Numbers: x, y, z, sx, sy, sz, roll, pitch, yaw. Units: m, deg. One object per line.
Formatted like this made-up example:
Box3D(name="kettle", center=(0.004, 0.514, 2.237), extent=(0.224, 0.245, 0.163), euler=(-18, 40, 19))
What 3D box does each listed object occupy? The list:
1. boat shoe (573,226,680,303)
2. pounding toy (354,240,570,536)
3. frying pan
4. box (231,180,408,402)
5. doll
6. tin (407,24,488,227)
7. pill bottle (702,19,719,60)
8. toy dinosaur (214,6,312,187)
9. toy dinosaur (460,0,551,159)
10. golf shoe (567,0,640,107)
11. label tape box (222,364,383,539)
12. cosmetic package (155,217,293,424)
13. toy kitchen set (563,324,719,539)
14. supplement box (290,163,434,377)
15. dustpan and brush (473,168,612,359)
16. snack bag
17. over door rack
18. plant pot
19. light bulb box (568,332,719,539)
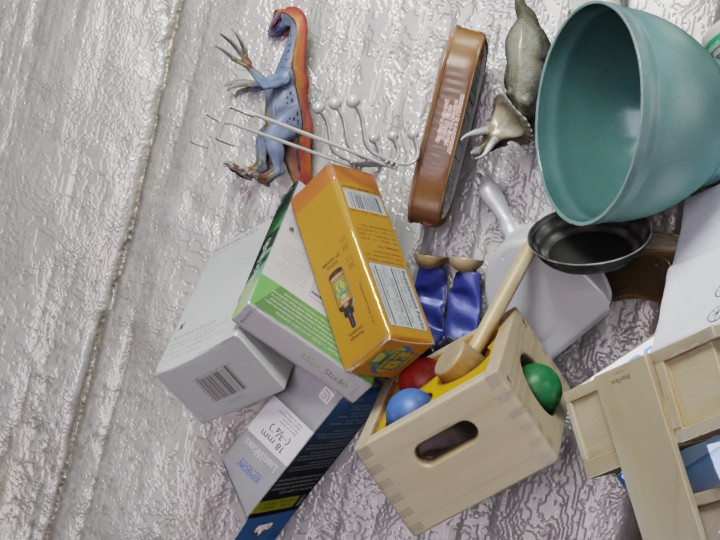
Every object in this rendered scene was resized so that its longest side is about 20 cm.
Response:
Box3D(name="boat shoe", center=(0.260, -0.010, 1.529), extent=(0.199, 0.065, 0.073), euler=(9, 112, 37))
Box3D(name="pounding toy", center=(0.106, 0.104, 1.465), extent=(0.199, 0.184, 0.143), euler=(-31, 101, 20))
Box3D(name="frying pan", center=(0.217, -0.047, 1.498), extent=(0.114, 0.190, 0.031), euler=(-3, 119, 12))
Box3D(name="box", center=(-0.035, 0.017, 1.536), extent=(0.144, 0.200, 0.036), euler=(35, 126, -13))
Box3D(name="doll", center=(0.074, 0.086, 1.591), extent=(0.136, 0.048, 0.202), euler=(5, 89, 29))
Box3D(name="tin", center=(0.088, -0.141, 1.575), extent=(0.042, 0.112, 0.201), euler=(14, 90, 4))
Box3D(name="pill bottle", center=(0.402, -0.146, 1.466), extent=(0.113, 0.113, 0.201), euler=(-24, 78, 15))
Box3D(name="toy dinosaur", center=(-0.079, -0.178, 1.674), extent=(0.199, 0.105, 0.182), euler=(31, 85, -15))
Box3D(name="toy dinosaur", center=(0.167, -0.196, 1.557), extent=(0.076, 0.102, 0.201), euler=(14, 90, 19))
Box3D(name="golf shoe", center=(0.228, -0.246, 1.558), extent=(0.091, 0.075, 0.201), euler=(-31, 75, 17))
Box3D(name="label tape box", center=(-0.072, 0.179, 1.581), extent=(0.063, 0.144, 0.200), euler=(40, 98, 16))
Box3D(name="cosmetic package", center=(-0.112, 0.044, 1.570), extent=(0.112, 0.201, 0.081), euler=(-25, 119, 29))
Box3D(name="toy kitchen set", center=(0.316, 0.146, 1.360), extent=(0.200, 0.179, 0.164), euler=(-33, 68, 54))
Box3D(name="supplement box", center=(0.000, 0.000, 1.501), extent=(0.066, 0.069, 0.201), euler=(-40, 53, 34))
Box3D(name="dustpan and brush", center=(0.158, -0.014, 1.554), extent=(0.140, 0.057, 0.201), euler=(-44, 75, 38))
Box3D(name="snack bag", center=(0.334, -0.029, 1.367), extent=(0.188, 0.021, 0.201), euler=(-30, 30, 46))
Box3D(name="over door rack", center=(-0.054, -0.140, 1.552), extent=(0.199, 0.148, 0.067), euler=(7, 90, -16))
Box3D(name="plant pot", center=(0.262, -0.139, 1.448), extent=(0.133, 0.200, 0.202), euler=(1, 84, -21))
Box3D(name="light bulb box", center=(0.328, 0.143, 1.459), extent=(0.198, 0.125, 0.201), euler=(-36, 76, 12))
